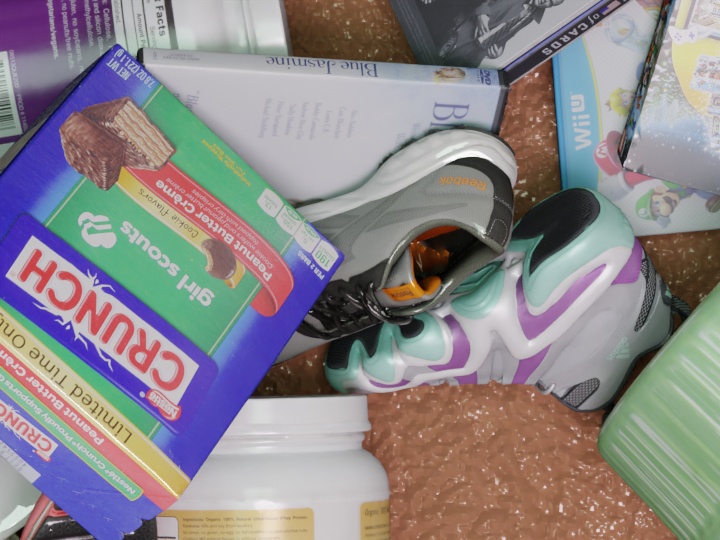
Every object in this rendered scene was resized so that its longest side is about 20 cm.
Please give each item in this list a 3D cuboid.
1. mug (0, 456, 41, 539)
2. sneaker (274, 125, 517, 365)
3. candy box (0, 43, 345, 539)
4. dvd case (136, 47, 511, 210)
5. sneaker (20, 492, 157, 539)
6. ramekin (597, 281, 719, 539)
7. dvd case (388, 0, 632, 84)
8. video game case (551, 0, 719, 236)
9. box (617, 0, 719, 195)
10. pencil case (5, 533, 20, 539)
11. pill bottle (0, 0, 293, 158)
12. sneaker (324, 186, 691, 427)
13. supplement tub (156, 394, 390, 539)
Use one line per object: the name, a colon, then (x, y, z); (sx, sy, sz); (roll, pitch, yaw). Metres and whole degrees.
mug: (-0.232, 0.053, 1.519); (0.148, 0.200, 0.176); (-42, 68, 13)
sneaker: (0.000, 0.000, 1.530); (0.200, 0.080, 0.074); (-33, 130, 26)
candy box: (-0.126, 0.010, 1.430); (0.169, 0.077, 0.200); (43, 47, -9)
dvd case: (-0.028, -0.056, 1.540); (0.199, 0.018, 0.143); (3, 133, -9)
sneaker: (-0.160, 0.159, 1.507); (0.073, 0.087, 0.201); (0, 129, -20)
ramekin: (0.216, 0.058, 1.506); (0.098, 0.200, 0.200); (41, 90, 10)
dvd case: (0.098, -0.196, 1.539); (0.200, 0.025, 0.151); (-34, 61, 20)
video game case: (0.207, -0.094, 1.573); (0.199, 0.018, 0.144); (-5, 109, 2)
box: (0.254, -0.097, 1.542); (0.199, 0.038, 0.137); (15, 107, -5)
pencil case: (-0.274, 0.121, 1.577); (0.200, 0.078, 0.090); (42, 102, 3)
pill bottle: (-0.138, -0.113, 1.563); (0.199, 0.112, 0.113); (-10, 88, 1)
sneaker: (0.089, 0.050, 1.571); (0.200, 0.078, 0.140); (-25, 124, 29)
supplement tub: (-0.054, 0.168, 1.534); (0.144, 0.145, 0.201); (-1, 88, 2)
